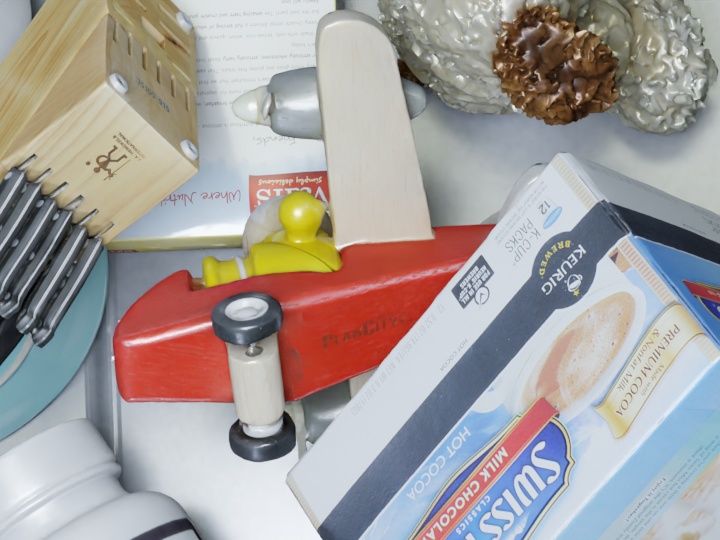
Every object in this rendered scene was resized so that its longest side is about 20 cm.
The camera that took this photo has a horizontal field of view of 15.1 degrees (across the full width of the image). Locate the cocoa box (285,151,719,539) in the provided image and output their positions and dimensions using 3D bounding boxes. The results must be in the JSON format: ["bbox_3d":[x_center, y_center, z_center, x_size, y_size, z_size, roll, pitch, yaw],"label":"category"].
[{"bbox_3d":[0.094,0.076,1.156,0.200,0.133,0.131,-50,49,18],"label":"cocoa box"}]

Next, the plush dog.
[{"bbox_3d":[0.057,-0.134,1.252,0.160,0.172,0.200,-30,80,2],"label":"plush dog"}]

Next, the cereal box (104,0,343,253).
[{"bbox_3d":[-0.079,-0.110,1.332,0.144,0.040,0.200,-2,82,6],"label":"cereal box"}]

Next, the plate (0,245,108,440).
[{"bbox_3d":[-0.217,0.007,1.280,0.200,0.026,0.201,-4,113,-10],"label":"plate"}]

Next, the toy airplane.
[{"bbox_3d":[0.000,0.000,1.238,0.200,0.199,0.141,-56,37,6],"label":"toy airplane"}]

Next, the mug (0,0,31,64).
[{"bbox_3d":[-0.269,-0.131,1.283,0.186,0.153,0.150,-27,63,5],"label":"mug"}]

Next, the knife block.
[{"bbox_3d":[-0.158,-0.041,1.240,0.175,0.200,0.064,-35,121,18],"label":"knife block"}]

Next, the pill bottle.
[{"bbox_3d":[-0.107,0.173,1.254,0.111,0.111,0.200,-34,79,1],"label":"pill bottle"}]
